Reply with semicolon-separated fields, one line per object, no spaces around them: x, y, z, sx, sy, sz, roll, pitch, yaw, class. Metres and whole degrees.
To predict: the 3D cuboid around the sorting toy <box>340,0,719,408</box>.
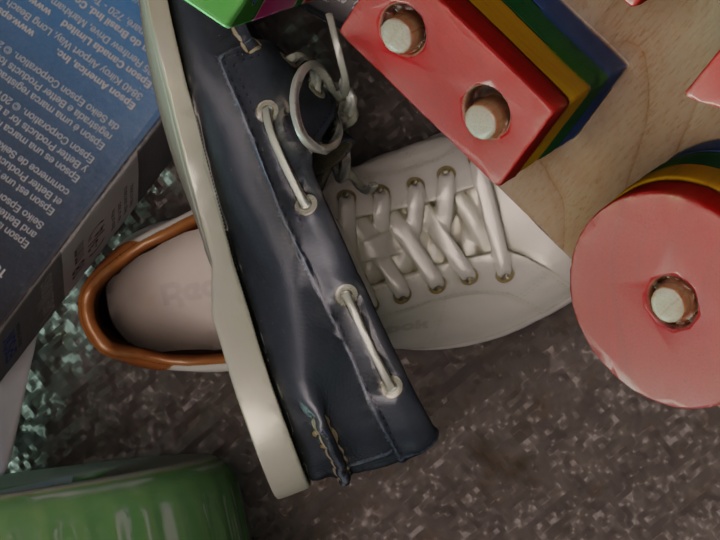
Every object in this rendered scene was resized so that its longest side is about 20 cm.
0.100;-0.065;0.864;0.199;0.070;0.200;45;129;11;sorting toy

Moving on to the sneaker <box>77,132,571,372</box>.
0.000;0.000;0.992;0.199;0.085;0.073;-16;93;13;sneaker

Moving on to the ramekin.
-0.123;0.121;0.984;0.199;0.200;0.098;-8;89;14;ramekin

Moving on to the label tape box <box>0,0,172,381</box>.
-0.160;-0.034;0.988;0.144;0.063;0.200;35;74;5;label tape box

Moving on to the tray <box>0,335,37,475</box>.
-0.210;0.011;1.045;0.199;0.022;0.108;6;66;12;tray

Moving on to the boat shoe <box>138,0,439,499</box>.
-0.026;-0.031;0.926;0.062;0.075;0.201;-16;74;-1;boat shoe

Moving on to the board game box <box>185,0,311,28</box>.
0.009;-0.150;0.853;0.040;0.200;0.153;34;105;5;board game box

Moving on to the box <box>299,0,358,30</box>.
0.006;-0.164;0.981;0.199;0.051;0.158;27;105;7;box
